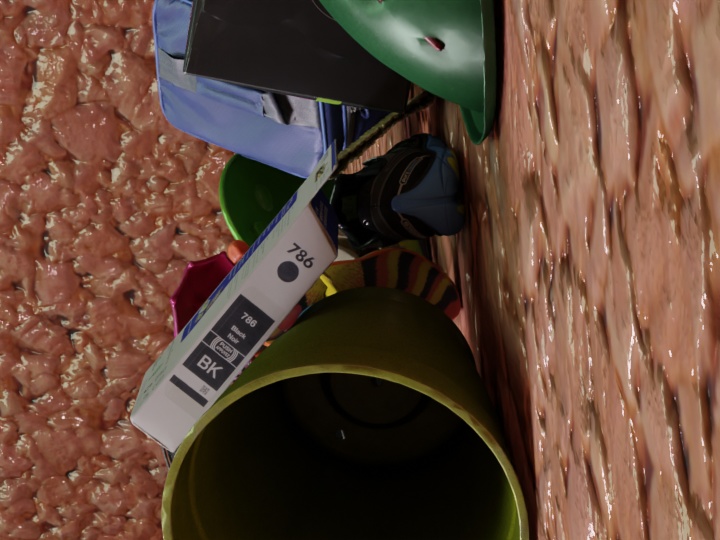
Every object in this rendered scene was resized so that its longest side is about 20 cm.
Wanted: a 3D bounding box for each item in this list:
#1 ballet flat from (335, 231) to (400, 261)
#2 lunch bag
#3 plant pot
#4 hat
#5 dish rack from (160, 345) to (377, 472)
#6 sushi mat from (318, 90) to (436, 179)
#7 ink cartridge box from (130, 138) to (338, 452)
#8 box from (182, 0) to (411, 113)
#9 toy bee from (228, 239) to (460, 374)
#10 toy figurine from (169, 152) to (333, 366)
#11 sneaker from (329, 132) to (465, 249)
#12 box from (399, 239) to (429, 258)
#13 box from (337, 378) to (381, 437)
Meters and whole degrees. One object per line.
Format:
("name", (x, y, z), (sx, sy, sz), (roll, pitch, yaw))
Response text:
("ballet flat", (0.000, 0.000, 1.300), (0.071, 0.065, 0.200), (-54, 41, 11))
("lunch bag", (-0.066, -0.161, 1.410), (0.132, 0.200, 0.136), (-38, -43, -39))
("plant pot", (0.002, 0.105, 1.037), (0.193, 0.199, 0.201), (-73, -19, -67))
("hat", (-0.026, -0.160, 0.950), (0.166, 0.175, 0.201), (-162, 66, -86))
("dish rack", (-0.070, 0.123, 1.357), (0.055, 0.199, 0.154), (-13, -94, -68))
("sushi mat", (0.009, -0.096, 1.268), (0.012, 0.096, 0.200), (53, 179, -4))
("ink cartridge box", (-0.063, 0.014, 1.079), (0.200, 0.039, 0.099), (-51, 9, 11))
("box", (-0.038, -0.180, 1.190), (0.200, 0.148, 0.125), (-120, 40, -82))
("toy bee", (-0.039, 0.021, 1.169), (0.131, 0.200, 0.109), (-24, 89, 62))
("toy figurine", (-0.084, 0.027, 1.483), (0.184, 0.150, 0.201), (-48, 53, 41))
("sneaker", (0.019, -0.053, 1.163), (0.200, 0.082, 0.071), (-131, 36, -84))
("box", (0.044, 0.085, 1.349), (0.110, 0.035, 0.201), (92, 172, -63))
("box", (-0.016, 0.134, 1.493), (0.200, 0.122, 0.106), (-99, -17, -55))
